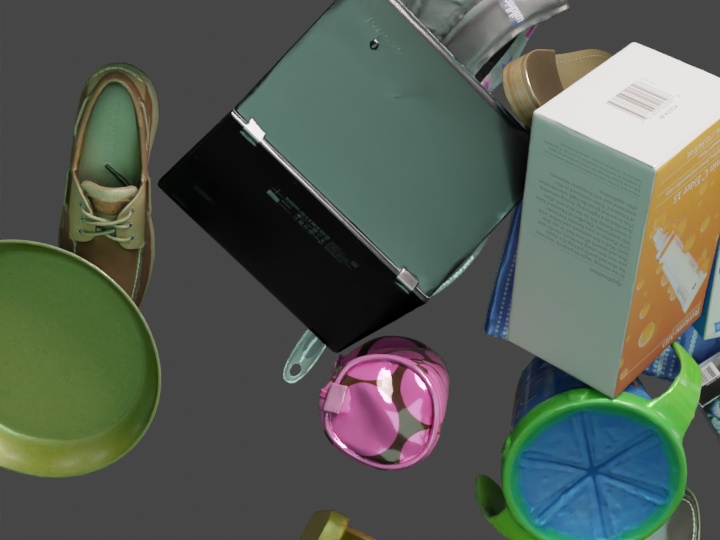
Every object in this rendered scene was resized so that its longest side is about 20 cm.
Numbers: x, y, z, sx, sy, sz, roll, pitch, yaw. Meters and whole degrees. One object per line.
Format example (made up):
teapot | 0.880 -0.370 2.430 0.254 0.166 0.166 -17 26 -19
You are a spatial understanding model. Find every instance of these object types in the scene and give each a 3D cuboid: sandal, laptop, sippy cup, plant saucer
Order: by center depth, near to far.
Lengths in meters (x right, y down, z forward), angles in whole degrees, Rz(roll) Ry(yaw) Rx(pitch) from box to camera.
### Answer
laptop | -0.008 -0.068 1.016 0.187 0.200 0.116 44 54 -10
sandal | 0.146 -0.120 1.062 0.069 0.211 0.078 -22 78 33
plant saucer | -0.244 0.064 1.080 0.199 0.031 0.201 3 114 7
sippy cup | 0.171 0.123 1.089 0.177 0.130 0.140 -6 116 5

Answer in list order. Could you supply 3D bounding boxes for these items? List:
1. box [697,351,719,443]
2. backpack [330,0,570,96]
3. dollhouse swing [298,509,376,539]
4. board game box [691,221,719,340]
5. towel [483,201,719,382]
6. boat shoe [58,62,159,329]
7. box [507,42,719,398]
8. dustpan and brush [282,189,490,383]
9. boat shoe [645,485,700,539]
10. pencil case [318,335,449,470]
box | 0.363 0.077 1.112 0.200 0.040 0.137 -34 131 7
backpack | 0.054 -0.182 1.046 0.167 0.127 0.200 34 93 8
dollhouse swing | 0.035 0.294 1.089 0.200 0.176 0.182 28 95 -9
board game box | 0.344 -0.057 1.065 0.195 0.056 0.201 -11 129 -12
towel | 0.209 0.007 1.139 0.199 0.024 0.145 14 96 -6
boat shoe | -0.192 -0.055 1.071 0.075 0.074 0.201 2 98 -5
box | 0.183 -0.034 0.997 0.124 0.097 0.201 -36 143 -36
dustpan and brush | 0.000 0.000 1.101 0.139 0.057 0.200 35 94 -9
boat shoe | 0.236 0.272 1.157 0.071 0.066 0.202 16 96 -6
pencil case | 0.016 0.093 1.046 0.093 0.200 0.091 27 91 2
